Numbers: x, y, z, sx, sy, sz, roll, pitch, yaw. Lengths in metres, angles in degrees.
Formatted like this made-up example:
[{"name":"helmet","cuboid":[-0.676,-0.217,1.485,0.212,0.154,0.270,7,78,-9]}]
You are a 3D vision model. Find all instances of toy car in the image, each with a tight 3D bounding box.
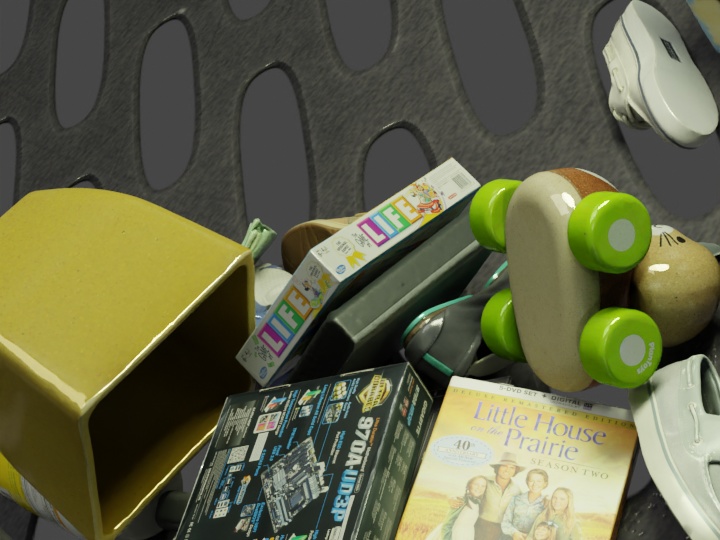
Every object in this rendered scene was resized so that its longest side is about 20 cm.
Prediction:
[{"name":"toy car","cuboid":[0.207,-0.005,1.441,0.199,0.159,0.164,-11,11,-26]}]

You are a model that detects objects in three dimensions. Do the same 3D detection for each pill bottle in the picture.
[{"name":"pill bottle","cuboid":[-0.235,0.166,1.688,0.109,0.109,0.199,-50,34,-19]}]

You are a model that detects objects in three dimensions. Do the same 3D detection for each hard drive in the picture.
[{"name":"hard drive","cuboid":[0.023,0.034,1.537,0.200,0.033,0.140,-37,-13,-39]}]

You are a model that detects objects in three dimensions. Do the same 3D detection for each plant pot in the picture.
[{"name":"plant pot","cuboid":[-0.217,0.052,1.549,0.199,0.196,0.194,32,58,22]}]

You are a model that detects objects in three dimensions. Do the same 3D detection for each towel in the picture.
[{"name":"towel","cuboid":[-0.145,0.038,1.758,0.200,0.023,0.153,-52,-1,-1]}]

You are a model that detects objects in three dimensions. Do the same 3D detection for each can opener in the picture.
[{"name":"can opener","cuboid":[-0.109,0.208,1.531,0.200,0.053,0.067,-9,67,65]}]

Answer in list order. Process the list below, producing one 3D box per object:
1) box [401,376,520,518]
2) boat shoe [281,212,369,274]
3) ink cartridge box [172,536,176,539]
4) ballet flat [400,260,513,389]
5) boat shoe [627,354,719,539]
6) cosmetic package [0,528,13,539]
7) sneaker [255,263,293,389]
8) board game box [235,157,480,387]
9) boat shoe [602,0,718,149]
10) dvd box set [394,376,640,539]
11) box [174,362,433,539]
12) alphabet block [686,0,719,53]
[{"name":"box","cuboid":[0.034,0.178,1.465,0.158,0.048,0.201,-14,38,34]},{"name":"boat shoe","cuboid":[0.008,-0.015,1.733,0.064,0.072,0.199,-16,9,-40]},{"name":"ink cartridge box","cuboid":[-0.143,0.309,1.475,0.176,0.045,0.200,-46,33,-11]},{"name":"ballet flat","cuboid":[0.105,0.040,1.542,0.073,0.074,0.200,-10,13,37]},{"name":"boat shoe","cuboid":[0.232,0.120,1.323,0.071,0.070,0.201,-35,28,15]},{"name":"cosmetic package","cuboid":[-0.366,0.305,1.588,0.164,0.165,0.201,-16,38,30]},{"name":"sneaker","cuboid":[-0.036,0.047,1.686,0.114,0.081,0.199,-9,15,-4]},{"name":"board game box","cuboid":[0.000,0.000,1.546,0.200,0.034,0.135,-34,-15,-48]},{"name":"boat shoe","cuboid":[0.243,-0.151,1.676,0.070,0.071,0.201,-54,28,28]},{"name":"dvd box set","cuboid":[0.106,0.168,1.369,0.145,0.030,0.201,11,49,15]},{"name":"box","cuboid":[-0.046,0.161,1.389,0.158,0.046,0.201,-13,39,28]},{"name":"alphabet block","cuboid":[0.372,-0.286,1.592,0.197,0.196,0.200,-47,34,-12]}]
